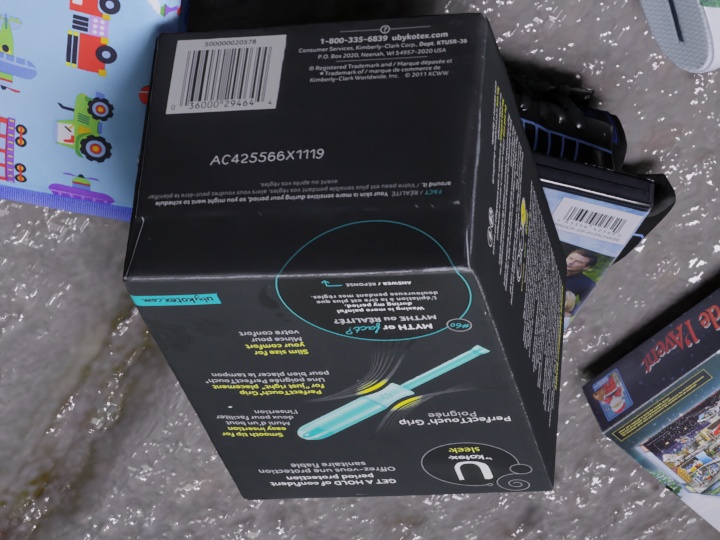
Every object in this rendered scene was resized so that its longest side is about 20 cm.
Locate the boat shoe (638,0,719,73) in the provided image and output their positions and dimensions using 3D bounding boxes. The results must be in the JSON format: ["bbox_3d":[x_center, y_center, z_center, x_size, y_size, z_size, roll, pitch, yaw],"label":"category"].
[{"bbox_3d":[0.145,-0.190,1.202,0.067,0.074,0.200,-34,126,-26],"label":"boat shoe"}]

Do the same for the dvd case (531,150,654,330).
[{"bbox_3d":[0.040,-0.002,1.282,0.143,0.018,0.200,14,147,-11],"label":"dvd case"}]

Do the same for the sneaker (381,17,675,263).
[{"bbox_3d":[0.074,-0.068,1.272,0.078,0.070,0.200,-37,132,14],"label":"sneaker"}]

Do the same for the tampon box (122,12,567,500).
[{"bbox_3d":[0.000,0.000,1.154,0.150,0.126,0.200,-2,149,13],"label":"tampon box"}]

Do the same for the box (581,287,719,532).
[{"bbox_3d":[0.236,0.048,1.399,0.200,0.038,0.137,-37,132,15],"label":"box"}]

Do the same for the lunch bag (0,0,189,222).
[{"bbox_3d":[-0.178,-0.116,1.180,0.200,0.094,0.151,7,125,-1],"label":"lunch bag"}]

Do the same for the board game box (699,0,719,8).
[{"bbox_3d":[0.173,-0.217,1.094,0.105,0.023,0.200,-24,118,-33],"label":"board game box"}]
